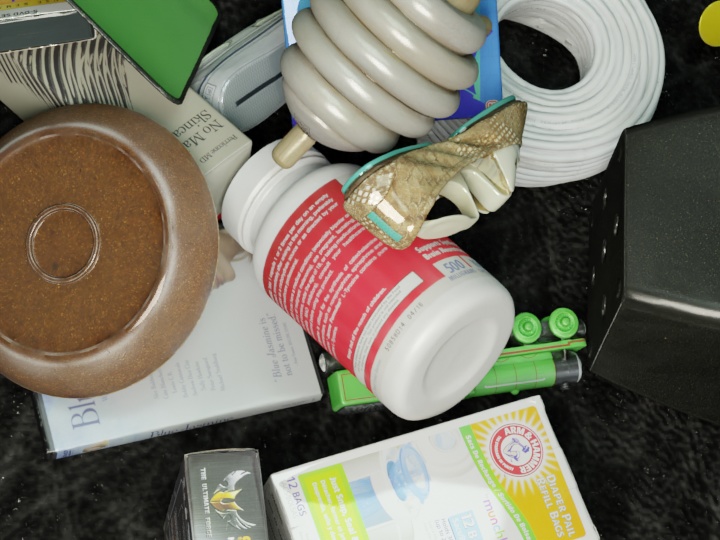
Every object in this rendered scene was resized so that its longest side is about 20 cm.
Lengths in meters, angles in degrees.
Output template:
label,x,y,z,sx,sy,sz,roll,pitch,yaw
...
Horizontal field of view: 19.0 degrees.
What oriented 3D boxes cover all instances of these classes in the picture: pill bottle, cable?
label,x,y,z,sx,sy,sz,roll,pitch,yaw
pill bottle,0.000,0.000,1.459,0.112,0.112,0.200,-35,59,-24
cable,0.129,-0.160,1.619,0.199,0.069,0.201,-7,68,-15

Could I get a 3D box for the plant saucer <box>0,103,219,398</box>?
label,x,y,z,sx,sy,sz,roll,pitch,yaw
plant saucer,-0.193,-0.016,1.439,0.199,0.034,0.201,-2,83,16

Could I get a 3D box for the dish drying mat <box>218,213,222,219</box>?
label,x,y,z,sx,sy,sz,roll,pitch,yaw
dish drying mat,-0.182,-0.055,1.533,0.199,0.018,0.077,-12,68,-18

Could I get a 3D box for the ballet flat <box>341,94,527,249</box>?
label,x,y,z,sx,sy,sz,roll,pitch,yaw
ballet flat,0.062,-0.060,1.432,0.065,0.071,0.200,52,43,7

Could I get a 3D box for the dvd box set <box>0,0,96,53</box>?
label,x,y,z,sx,sy,sz,roll,pitch,yaw
dvd box set,-0.269,-0.222,1.525,0.146,0.029,0.200,-9,43,-6

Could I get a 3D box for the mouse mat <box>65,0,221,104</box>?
label,x,y,z,sx,sy,sz,roll,pitch,yaw
mouse mat,-0.168,-0.204,1.516,0.161,0.008,0.200,44,21,-15

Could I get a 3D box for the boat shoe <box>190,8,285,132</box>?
label,x,y,z,sx,sy,sz,roll,pitch,yaw
boat shoe,-0.055,-0.166,1.581,0.067,0.074,0.200,20,38,41

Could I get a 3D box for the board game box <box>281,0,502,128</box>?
label,x,y,z,sx,sy,sz,roll,pitch,yaw
board game box,0.019,-0.203,1.499,0.151,0.045,0.201,-5,108,1

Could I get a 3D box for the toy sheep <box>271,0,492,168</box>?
label,x,y,z,sx,sy,sz,roll,pitch,yaw
toy sheep,0.013,-0.142,1.421,0.138,0.138,0.200,40,104,7

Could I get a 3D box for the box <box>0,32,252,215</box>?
label,x,y,z,sx,sy,sz,roll,pitch,yaw
box,-0.173,-0.112,1.513,0.200,0.068,0.082,39,59,17

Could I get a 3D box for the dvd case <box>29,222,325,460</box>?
label,x,y,z,sx,sy,sz,roll,pitch,yaw
dvd case,-0.138,0.043,1.498,0.199,0.018,0.143,-12,70,-17

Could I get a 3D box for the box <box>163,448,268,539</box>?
label,x,y,z,sx,sy,sz,roll,pitch,yaw
box,-0.086,0.231,1.349,0.048,0.159,0.201,-3,67,-11

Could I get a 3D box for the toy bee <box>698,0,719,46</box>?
label,x,y,z,sx,sy,sz,roll,pitch,yaw
toy bee,0.325,-0.189,1.671,0.130,0.109,0.200,-2,42,-5

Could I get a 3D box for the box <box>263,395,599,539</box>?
label,x,y,z,sx,sy,sz,roll,pitch,yaw
box,0.040,0.172,1.434,0.199,0.101,0.113,-14,71,-18

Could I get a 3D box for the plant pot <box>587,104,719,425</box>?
label,x,y,z,sx,sy,sz,roll,pitch,yaw
plant pot,0.257,-0.005,1.518,0.177,0.200,0.200,5,66,-2

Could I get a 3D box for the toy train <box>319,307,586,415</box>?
label,x,y,z,sx,sy,sz,roll,pitch,yaw
toy train,0.069,0.066,1.524,0.199,0.042,0.057,-7,78,-15
